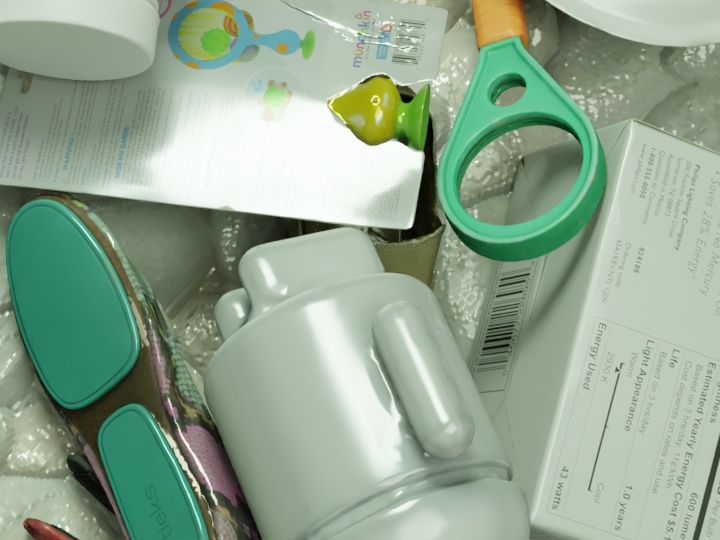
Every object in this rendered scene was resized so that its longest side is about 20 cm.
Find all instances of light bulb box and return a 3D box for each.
[{"bbox_3d":[0.165,0.058,1.236,0.199,0.125,0.200,20,78,-19],"label":"light bulb box"}]

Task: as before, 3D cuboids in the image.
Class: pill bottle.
[{"bbox_3d":[-0.123,-0.194,1.149,0.108,0.109,0.202,10,76,-19],"label":"pill bottle"}]

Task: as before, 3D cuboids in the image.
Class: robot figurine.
[{"bbox_3d":[0.003,0.081,1.111,0.112,0.170,0.201,-13,67,-24],"label":"robot figurine"}]

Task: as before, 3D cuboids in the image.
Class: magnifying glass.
[{"bbox_3d":[0.070,-0.089,1.213,0.079,0.022,0.201,-17,50,15],"label":"magnifying glass"}]

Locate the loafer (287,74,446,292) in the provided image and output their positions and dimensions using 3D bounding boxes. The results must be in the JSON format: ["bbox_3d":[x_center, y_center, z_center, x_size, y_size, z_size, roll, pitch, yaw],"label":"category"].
[{"bbox_3d":[0.000,0.000,1.210,0.075,0.067,0.202,0,85,-20],"label":"loafer"}]

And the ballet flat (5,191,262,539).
[{"bbox_3d":[-0.099,0.057,1.160,0.071,0.069,0.201,1,58,-61],"label":"ballet flat"}]

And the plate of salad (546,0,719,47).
[{"bbox_3d":[0.129,-0.191,1.273,0.198,0.048,0.202,11,58,-17],"label":"plate of salad"}]

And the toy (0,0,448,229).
[{"bbox_3d":[-0.064,-0.073,1.180,0.198,0.047,0.116,5,65,10],"label":"toy"}]

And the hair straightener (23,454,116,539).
[{"bbox_3d":[-0.056,0.143,1.189,0.199,0.041,0.077,34,74,-9],"label":"hair straightener"}]
